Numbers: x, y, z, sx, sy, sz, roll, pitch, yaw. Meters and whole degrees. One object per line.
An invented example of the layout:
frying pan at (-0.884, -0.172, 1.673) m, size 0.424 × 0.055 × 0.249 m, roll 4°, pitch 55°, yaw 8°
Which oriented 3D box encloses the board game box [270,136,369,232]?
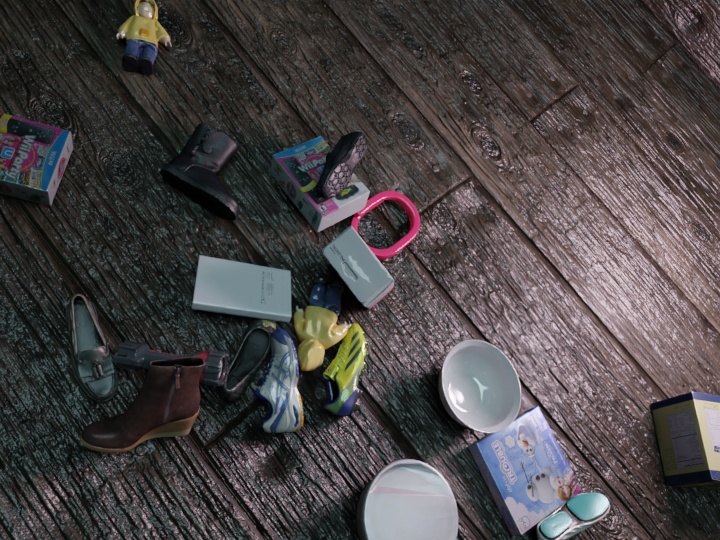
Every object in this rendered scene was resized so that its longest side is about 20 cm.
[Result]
board game box at (-0.097, -0.207, 1.346) m, size 0.146 × 0.065 × 0.201 m, roll -29°, pitch 68°, yaw -30°

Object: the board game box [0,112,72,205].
board game box at (-0.694, -0.228, 1.127) m, size 0.197 × 0.064 × 0.150 m, roll 14°, pitch 62°, yaw -17°

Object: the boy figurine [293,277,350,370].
boy figurine at (-0.083, 0.118, 1.209) m, size 0.122 × 0.065 × 0.203 m, roll 12°, pitch 64°, yaw -1°

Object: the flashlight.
flashlight at (-0.349, 0.169, 1.069) m, size 0.196 × 0.068 × 0.069 m, roll 9°, pitch 53°, yaw 3°

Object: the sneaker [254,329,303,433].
sneaker at (-0.167, 0.217, 1.129) m, size 0.087 × 0.075 × 0.204 m, roll -4°, pitch 73°, yaw -19°

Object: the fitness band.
fitness band at (0.059, -0.110, 1.402) m, size 0.199 × 0.037 × 0.144 m, roll -38°, pitch 87°, yaw -30°

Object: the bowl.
bowl at (0.248, 0.264, 1.269) m, size 0.198 × 0.090 × 0.205 m, roll 9°, pitch 63°, yaw -18°

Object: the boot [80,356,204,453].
boot at (-0.376, 0.225, 0.994) m, size 0.197 × 0.169 × 0.072 m, roll -1°, pitch 30°, yaw -32°

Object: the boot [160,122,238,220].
boot at (-0.319, -0.226, 1.276) m, size 0.198 × 0.077 × 0.169 m, roll 32°, pitch 63°, yaw 2°

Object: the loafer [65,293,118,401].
loafer at (-0.496, 0.139, 1.044) m, size 0.071 × 0.063 × 0.203 m, roll -17°, pitch 74°, yaw -27°

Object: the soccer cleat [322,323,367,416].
soccer cleat at (-0.035, 0.201, 1.199) m, size 0.082 × 0.065 × 0.203 m, roll 16°, pitch 63°, yaw -17°

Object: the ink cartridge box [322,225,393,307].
ink cartridge box at (0.000, 0.000, 1.222) m, size 0.083 × 0.200 × 0.146 m, roll -39°, pitch 84°, yaw -1°

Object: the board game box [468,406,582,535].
board game box at (0.364, 0.436, 1.264) m, size 0.197 × 0.043 × 0.202 m, roll -20°, pitch 75°, yaw -27°

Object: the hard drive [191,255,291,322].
hard drive at (-0.243, 0.038, 1.192) m, size 0.196 × 0.027 × 0.133 m, roll 10°, pitch 44°, yaw -18°

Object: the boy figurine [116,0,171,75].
boy figurine at (-0.512, -0.563, 1.364) m, size 0.122 × 0.064 × 0.204 m, roll 7°, pitch 67°, yaw -16°

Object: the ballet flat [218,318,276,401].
ballet flat at (-0.218, 0.169, 1.145) m, size 0.066 × 0.057 × 0.202 m, roll 28°, pitch 59°, yaw -8°

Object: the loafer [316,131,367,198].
loafer at (-0.051, -0.241, 1.310) m, size 0.202 × 0.069 × 0.069 m, roll -62°, pitch 140°, yaw -30°

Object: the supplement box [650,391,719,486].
supplement box at (0.860, 0.425, 1.415) m, size 0.196 × 0.134 × 0.203 m, roll 11°, pitch 63°, yaw -17°

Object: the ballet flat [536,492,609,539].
ballet flat at (0.455, 0.545, 1.242) m, size 0.197 × 0.070 × 0.070 m, roll -16°, pitch 73°, yaw -26°

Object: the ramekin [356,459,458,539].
ramekin at (0.082, 0.475, 1.103) m, size 0.199 × 0.094 × 0.206 m, roll 8°, pitch 64°, yaw -18°
